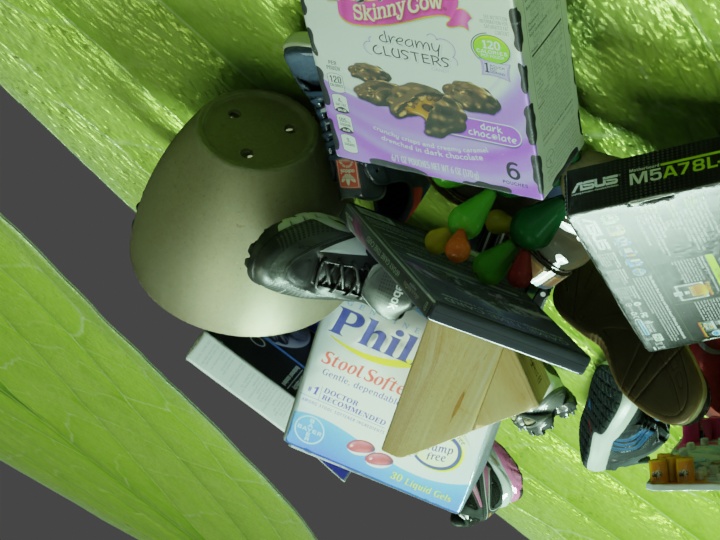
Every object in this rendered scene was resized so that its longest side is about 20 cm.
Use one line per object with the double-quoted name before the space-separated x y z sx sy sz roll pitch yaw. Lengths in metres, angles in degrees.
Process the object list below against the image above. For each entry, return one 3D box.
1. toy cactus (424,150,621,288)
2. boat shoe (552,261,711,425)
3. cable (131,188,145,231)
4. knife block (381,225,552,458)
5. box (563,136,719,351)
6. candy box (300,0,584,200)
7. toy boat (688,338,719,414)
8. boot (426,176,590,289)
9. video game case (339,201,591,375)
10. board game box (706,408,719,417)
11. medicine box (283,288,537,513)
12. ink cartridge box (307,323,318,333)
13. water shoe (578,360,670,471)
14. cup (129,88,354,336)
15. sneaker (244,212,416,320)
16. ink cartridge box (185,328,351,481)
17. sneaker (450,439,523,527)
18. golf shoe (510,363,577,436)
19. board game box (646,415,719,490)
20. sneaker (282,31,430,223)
"toy cactus" 0.133 -0.068 1.413 0.164 0.102 0.201 6 115 2
"boat shoe" 0.237 0.060 1.607 0.065 0.073 0.200 19 -155 -39
"cable" -0.124 -0.036 1.736 0.200 0.163 0.051 32 136 34
"knife block" 0.082 0.046 1.647 0.199 0.064 0.176 -23 97 20
"box" 0.267 -0.022 1.382 0.192 0.048 0.200 -15 143 20
"candy box" 0.051 -0.158 1.280 0.167 0.072 0.201 14 137 29
"toy boat" 0.326 0.084 1.540 0.130 0.131 0.200 24 159 4
"boot" 0.120 -0.082 1.503 0.200 0.075 0.097 44 128 -16
"video game case" 0.077 0.011 1.476 0.142 0.019 0.200 20 -165 -27
"board game box" 0.414 0.162 1.784 0.200 0.020 0.103 32 159 -17
"medicine box" 0.049 0.089 1.766 0.181 0.103 0.201 22 117 8
"ink cartridge box" -0.025 0.019 1.907 0.200 0.047 0.197 34 159 -17
"water shoe" 0.261 0.136 1.855 0.078 0.072 0.200 -3 157 -5
"cup" -0.092 -0.066 1.613 0.199 0.201 0.144 21 137 12
"sneaker" 0.000 0.000 1.546 0.199 0.067 0.090 4 -159 -45
"ink cartridge box" -0.061 0.107 1.944 0.200 0.043 0.198 39 -161 1
"sneaker" 0.070 0.168 1.904 0.200 0.086 0.080 46 151 13
"golf shoe" 0.132 0.101 1.905 0.200 0.078 0.095 1 124 56
"board game box" 0.350 0.147 1.595 0.199 0.026 0.200 -3 -174 19
"sneaker" -0.004 -0.106 1.526 0.075 0.085 0.200 5 151 41
